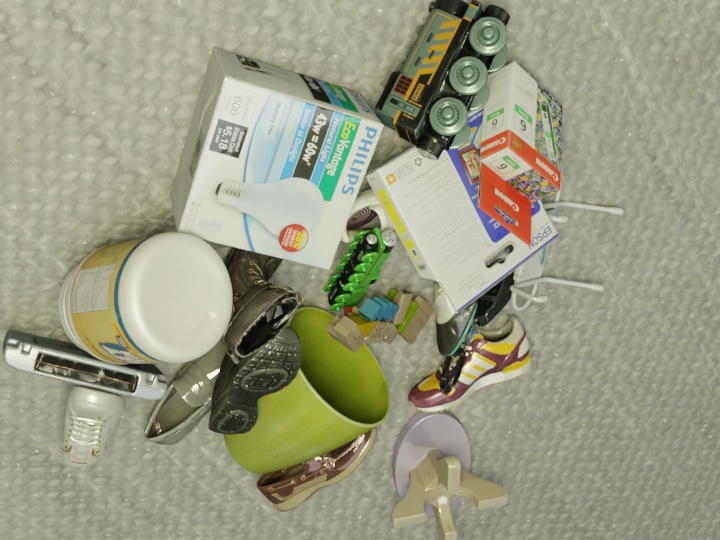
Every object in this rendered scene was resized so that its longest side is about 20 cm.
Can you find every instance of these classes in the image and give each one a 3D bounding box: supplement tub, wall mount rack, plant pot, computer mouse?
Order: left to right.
[{"bbox_3d":[-0.258,0.037,1.153,0.143,0.198,0.148,5,82,-41],"label":"supplement tub"},{"bbox_3d":[-0.092,0.185,1.330,0.186,0.189,0.200,33,119,-29],"label":"plant pot"},{"bbox_3d":[0.168,0.087,1.379,0.034,0.058,0.202,31,84,-20],"label":"computer mouse"},{"bbox_3d":[0.285,-0.030,1.367,0.172,0.074,0.203,-10,118,-48],"label":"wall mount rack"}]

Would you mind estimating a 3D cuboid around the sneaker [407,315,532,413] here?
[{"bbox_3d":[0.152,0.132,1.429,0.197,0.075,0.091,-23,114,-11],"label":"sneaker"}]

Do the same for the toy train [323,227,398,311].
[{"bbox_3d":[0.000,0.000,1.262,0.056,0.042,0.200,-12,160,-22],"label":"toy train"}]

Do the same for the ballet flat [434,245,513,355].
[{"bbox_3d":[0.144,0.020,1.368,0.068,0.068,0.202,27,98,-17],"label":"ballet flat"}]

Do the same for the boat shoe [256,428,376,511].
[{"bbox_3d":[-0.067,0.275,1.439,0.199,0.073,0.072,-35,123,12],"label":"boat shoe"}]

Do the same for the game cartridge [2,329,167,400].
[{"bbox_3d":[-0.348,0.119,1.229,0.197,0.133,0.042,17,83,-20],"label":"game cartridge"}]

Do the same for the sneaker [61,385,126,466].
[{"bbox_3d":[-0.341,0.203,1.242,0.072,0.086,0.200,13,157,-9],"label":"sneaker"}]

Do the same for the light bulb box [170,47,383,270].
[{"bbox_3d":[-0.104,-0.131,1.169,0.197,0.125,0.201,12,114,-21],"label":"light bulb box"}]

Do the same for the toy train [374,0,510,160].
[{"bbox_3d":[0.100,-0.235,1.167,0.113,0.085,0.202,26,87,12],"label":"toy train"}]

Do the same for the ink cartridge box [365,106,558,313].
[{"bbox_3d":[0.132,-0.081,1.232,0.196,0.047,0.202,-33,101,-26],"label":"ink cartridge box"}]

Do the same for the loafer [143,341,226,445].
[{"bbox_3d":[-0.219,0.161,1.320,0.201,0.070,0.070,-52,164,14],"label":"loafer"}]

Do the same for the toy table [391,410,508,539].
[{"bbox_3d":[0.122,0.327,1.495,0.181,0.118,0.202,-18,123,-6],"label":"toy table"}]

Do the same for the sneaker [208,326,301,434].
[{"bbox_3d":[-0.140,0.122,1.224,0.075,0.092,0.200,16,134,-31],"label":"sneaker"}]

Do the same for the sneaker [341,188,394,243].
[{"bbox_3d":[0.052,-0.081,1.256,0.197,0.100,0.076,-23,111,-4],"label":"sneaker"}]

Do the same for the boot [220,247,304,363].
[{"bbox_3d":[-0.119,0.026,1.196,0.201,0.173,0.069,-51,120,-19],"label":"boot"}]

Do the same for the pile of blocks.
[{"bbox_3d":[0.021,0.056,1.320,0.199,0.062,0.083,-3,118,-55],"label":"pile of blocks"}]

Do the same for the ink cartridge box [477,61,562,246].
[{"bbox_3d":[0.200,-0.145,1.211,0.108,0.203,0.050,31,143,-35],"label":"ink cartridge box"}]
